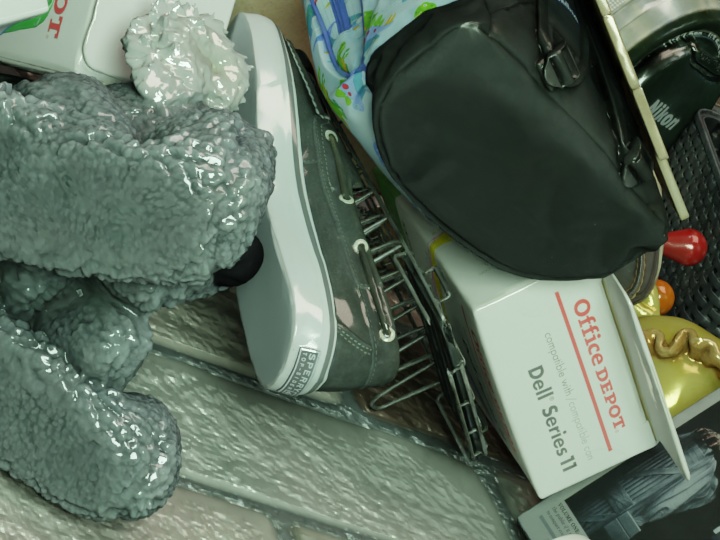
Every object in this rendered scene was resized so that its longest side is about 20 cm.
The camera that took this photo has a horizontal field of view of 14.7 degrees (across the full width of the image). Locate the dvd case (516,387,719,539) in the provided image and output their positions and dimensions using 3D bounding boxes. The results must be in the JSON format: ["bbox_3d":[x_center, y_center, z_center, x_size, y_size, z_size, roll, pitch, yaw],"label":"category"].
[{"bbox_3d":[0.190,0.116,1.283,0.150,0.200,0.025,58,1,42],"label":"dvd case"}]

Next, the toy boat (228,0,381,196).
[{"bbox_3d":[-0.004,-0.137,1.468,0.131,0.130,0.200,-15,82,-81],"label":"toy boat"}]

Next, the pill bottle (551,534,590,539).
[{"bbox_3d":[0.120,0.207,1.101,0.200,0.113,0.113,47,26,24],"label":"pill bottle"}]

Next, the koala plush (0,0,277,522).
[{"bbox_3d":[-0.111,-0.027,1.163,0.183,0.178,0.200,24,25,11],"label":"koala plush"}]

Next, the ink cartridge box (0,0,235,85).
[{"bbox_3d":[-0.144,-0.165,1.305,0.200,0.145,0.084,18,2,44],"label":"ink cartridge box"}]

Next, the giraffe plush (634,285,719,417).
[{"bbox_3d":[0.185,0.083,1.404,0.162,0.201,0.173,6,26,5],"label":"giraffe plush"}]

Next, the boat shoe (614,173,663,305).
[{"bbox_3d":[0.094,-0.075,1.381,0.073,0.074,0.201,-12,84,-68],"label":"boat shoe"}]

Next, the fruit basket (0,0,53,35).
[{"bbox_3d":[-0.205,-0.109,1.120,0.185,0.200,0.094,-20,84,-39],"label":"fruit basket"}]

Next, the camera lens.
[{"bbox_3d":[0.127,-0.161,1.751,0.160,0.160,0.200,1,41,-53],"label":"camera lens"}]

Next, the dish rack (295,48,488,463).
[{"bbox_3d":[0.000,0.000,1.324,0.200,0.054,0.154,61,-4,32],"label":"dish rack"}]

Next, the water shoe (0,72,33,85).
[{"bbox_3d":[-0.130,-0.056,1.309,0.200,0.072,0.079,23,22,-30],"label":"water shoe"}]

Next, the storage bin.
[{"bbox_3d":[0.243,0.005,1.684,0.135,0.094,0.200,28,23,-18],"label":"storage bin"}]

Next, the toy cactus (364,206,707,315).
[{"bbox_3d":[0.085,-0.027,1.502,0.165,0.103,0.200,-1,15,-20],"label":"toy cactus"}]

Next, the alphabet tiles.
[{"bbox_3d":[0.113,-0.109,1.268,0.200,0.006,0.167,-80,148,-80],"label":"alphabet tiles"}]

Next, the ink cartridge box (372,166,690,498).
[{"bbox_3d":[0.079,0.024,1.320,0.200,0.067,0.117,-124,-169,-59],"label":"ink cartridge box"}]

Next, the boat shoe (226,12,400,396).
[{"bbox_3d":[-0.027,-0.028,1.232,0.056,0.069,0.200,6,52,-23],"label":"boat shoe"}]

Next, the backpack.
[{"bbox_3d":[0.047,-0.098,1.257,0.163,0.154,0.200,43,33,-35],"label":"backpack"}]
